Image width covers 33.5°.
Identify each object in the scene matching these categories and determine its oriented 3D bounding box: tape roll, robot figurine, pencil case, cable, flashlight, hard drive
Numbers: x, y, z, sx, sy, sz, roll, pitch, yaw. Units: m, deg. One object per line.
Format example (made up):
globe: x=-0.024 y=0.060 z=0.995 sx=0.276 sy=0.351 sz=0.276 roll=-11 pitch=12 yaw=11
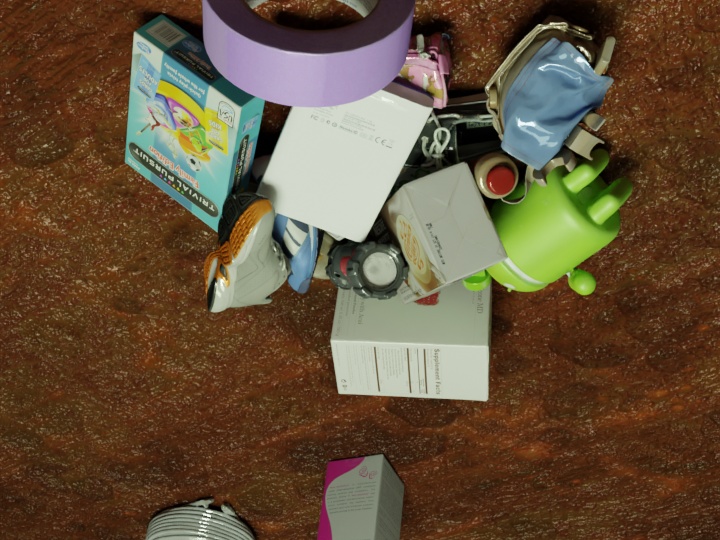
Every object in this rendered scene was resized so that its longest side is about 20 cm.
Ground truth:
tape roll: x=-0.049 y=-0.245 z=1.130 sx=0.199 sy=0.201 sz=0.066 roll=8 pitch=141 yaw=0
robot figurine: x=0.215 y=-0.053 z=1.371 sx=0.176 sy=0.116 sz=0.200 roll=50 pitch=127 yaw=-2
pencil case: x=-0.004 y=-0.213 z=1.252 sx=0.198 sy=0.083 sz=0.087 roll=3 pitch=127 yaw=7
cable: x=-0.283 y=0.490 z=2.128 sx=0.199 sy=0.070 sz=0.200 roll=-17 pitch=134 yaw=26
flashlight: x=0.000 y=0.000 z=1.404 sx=0.068 sy=0.067 sz=0.200 roll=61 pitch=167 yaw=-6
hard drive: x=-0.021 y=-0.125 z=1.264 sx=0.131 sy=0.025 sz=0.200 roll=19 pitch=133 yaw=-9

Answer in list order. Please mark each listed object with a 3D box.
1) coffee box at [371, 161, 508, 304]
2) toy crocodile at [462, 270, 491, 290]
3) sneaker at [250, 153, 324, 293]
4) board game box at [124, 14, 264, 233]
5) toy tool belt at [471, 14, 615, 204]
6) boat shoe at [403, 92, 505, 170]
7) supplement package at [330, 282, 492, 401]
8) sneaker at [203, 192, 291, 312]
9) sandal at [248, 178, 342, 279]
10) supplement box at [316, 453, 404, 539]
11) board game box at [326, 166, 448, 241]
coffee box: x=0.081 y=-0.037 z=1.336 sx=0.079 sy=0.115 sz=0.200 roll=-22 pitch=177 yaw=-12
toy crocodile: x=0.103 y=-0.018 z=1.486 sx=0.198 sy=0.062 sz=0.068 roll=1 pitch=138 yaw=15
sneaker: x=-0.085 y=-0.059 z=1.401 sx=0.082 sy=0.074 sz=0.201 roll=4 pitch=131 yaw=5
board game box: x=-0.186 y=-0.157 z=1.320 sx=0.151 sy=0.047 sz=0.201 roll=36 pitch=142 yaw=15
toy tool belt: x=0.184 y=-0.152 z=1.204 sx=0.124 sy=0.123 sz=0.201 roll=25 pitch=102 yaw=-18
boat shoe: x=0.088 y=-0.140 z=1.294 sx=0.198 sy=0.068 sz=0.074 roll=-7 pitch=126 yaw=-4
supplement package: x=0.070 y=0.083 z=1.554 sx=0.198 sy=0.122 sz=0.120 roll=2 pitch=139 yaw=7
sneaker: x=-0.116 y=-0.023 z=1.349 sx=0.091 sy=0.076 sz=0.200 roll=-1 pitch=151 yaw=-21
sandal: x=-0.098 y=-0.041 z=1.489 sx=0.080 sy=0.054 sz=0.200 roll=-26 pitch=130 yaw=34
supplement box: x=0.000 y=0.403 z=1.879 sx=0.101 sy=0.201 sz=0.104 roll=-11 pitch=138 yaw=22
board game box: x=-0.003 y=-0.120 z=1.396 sx=0.126 sy=0.035 sz=0.200 roll=34 pitch=133 yaw=-28
